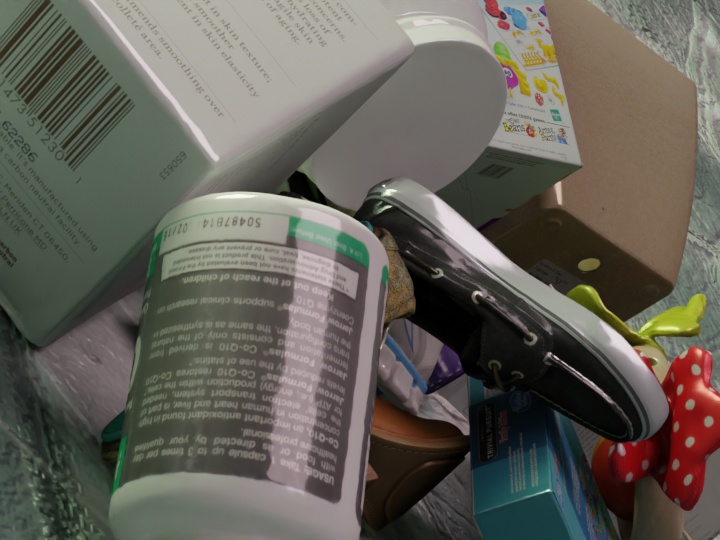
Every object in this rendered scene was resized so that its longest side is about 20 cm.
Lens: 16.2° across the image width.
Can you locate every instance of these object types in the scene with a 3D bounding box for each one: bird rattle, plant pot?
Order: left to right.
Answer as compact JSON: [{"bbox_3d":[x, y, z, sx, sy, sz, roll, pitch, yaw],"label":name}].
[{"bbox_3d":[0.106,-0.050,1.692,0.199,0.200,0.178,31,39,-38],"label":"plant pot"},{"bbox_3d":[0.173,0.097,1.478,0.200,0.112,0.164,-115,-162,-62],"label":"bird rattle"}]

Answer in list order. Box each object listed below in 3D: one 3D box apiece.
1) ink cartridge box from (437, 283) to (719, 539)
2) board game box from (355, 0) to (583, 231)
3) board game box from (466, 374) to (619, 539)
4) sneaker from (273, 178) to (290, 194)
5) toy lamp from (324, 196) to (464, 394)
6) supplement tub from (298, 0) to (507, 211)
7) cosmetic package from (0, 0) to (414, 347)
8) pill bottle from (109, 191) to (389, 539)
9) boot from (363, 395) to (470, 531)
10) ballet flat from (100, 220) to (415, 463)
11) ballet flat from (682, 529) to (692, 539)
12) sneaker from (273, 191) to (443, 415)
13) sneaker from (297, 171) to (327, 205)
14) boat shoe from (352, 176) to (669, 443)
[{"bbox_3d":[0.153,0.099,1.611,0.200,0.109,0.050,43,20,-13],"label":"ink cartridge box"},{"bbox_3d":[0.047,-0.139,1.566,0.104,0.103,0.201,10,60,-40],"label":"board game box"},{"bbox_3d":[0.114,0.166,1.400,0.151,0.047,0.201,-87,156,-62],"label":"board game box"},{"bbox_3d":[-0.110,-0.090,1.469,0.199,0.070,0.094,30,21,-46],"label":"sneaker"},{"bbox_3d":[0.004,-0.017,1.570,0.201,0.058,0.058,59,22,8],"label":"toy lamp"},{"bbox_3d":[-0.015,-0.144,1.448,0.144,0.145,0.200,24,25,-48],"label":"supplement tub"},{"bbox_3d":[-0.115,-0.099,1.277,0.168,0.166,0.200,50,37,4],"label":"cosmetic package"},{"bbox_3d":[-0.052,0.076,1.139,0.113,0.113,0.201,30,56,-40],"label":"pill bottle"},{"bbox_3d":[-0.024,0.062,1.378,0.155,0.074,0.200,51,18,18],"label":"boot"},{"bbox_3d":[-0.042,0.052,1.263,0.071,0.071,0.200,49,57,1],"label":"ballet flat"},{"bbox_3d":[0.185,0.229,1.530,0.069,0.069,0.200,42,24,-17],"label":"ballet flat"},{"bbox_3d":[0.000,0.000,1.431,0.075,0.087,0.200,25,-17,32],"label":"sneaker"},{"bbox_3d":[-0.051,-0.099,1.642,0.082,0.072,0.200,-12,58,-40],"label":"sneaker"},{"bbox_3d":[0.072,0.032,1.346,0.200,0.069,0.057,39,62,6],"label":"boat shoe"}]
